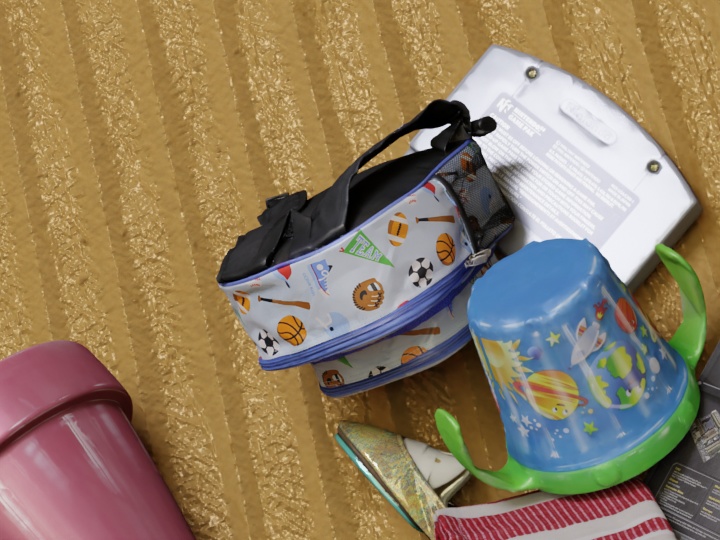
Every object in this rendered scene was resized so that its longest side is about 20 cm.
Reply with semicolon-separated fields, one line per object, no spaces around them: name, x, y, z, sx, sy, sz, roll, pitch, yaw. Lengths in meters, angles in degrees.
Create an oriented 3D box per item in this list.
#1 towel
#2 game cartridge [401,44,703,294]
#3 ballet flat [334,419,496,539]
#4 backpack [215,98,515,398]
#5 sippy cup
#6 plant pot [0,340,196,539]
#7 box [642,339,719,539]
towel;0.121;0.171;1.360;0.144;0.200;0.023;-13;103;0
game cartridge;0.137;-0.066;1.547;0.200;0.042;0.133;41;88;25
ballet flat;0.064;0.166;1.492;0.071;0.071;0.200;-40;71;6
backpack;0.000;0.000;1.482;0.200;0.190;0.154;-28;91;32
sippy cup;0.136;0.054;1.431;0.139;0.130;0.178;-8;35;36
plant pot;-0.210;0.178;1.520;0.200;0.200;0.179;-46;71;3
box;0.261;0.134;1.376;0.159;0.048;0.200;-60;26;-5
